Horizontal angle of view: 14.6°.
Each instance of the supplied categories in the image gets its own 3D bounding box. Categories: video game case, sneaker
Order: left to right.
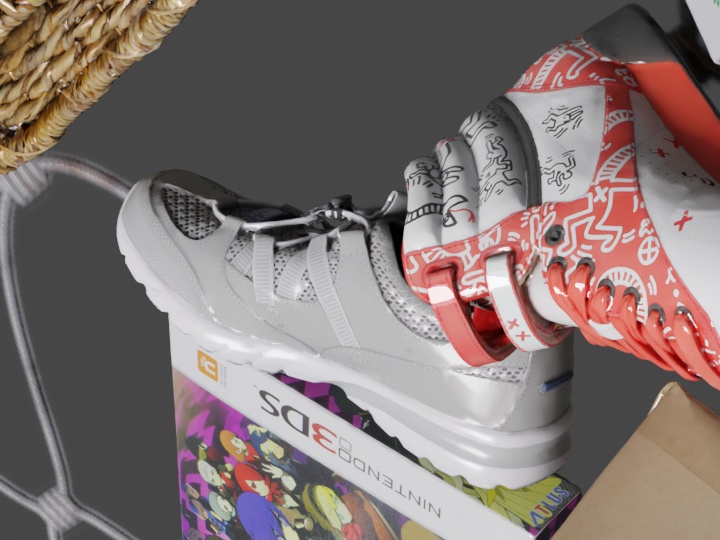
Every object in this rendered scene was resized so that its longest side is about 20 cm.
[{"bbox_3d":[0.000,0.000,1.025,0.200,0.075,0.082,26,119,24],"label":"sneaker"},{"bbox_3d":[0.003,0.120,1.108,0.181,0.036,0.200,31,141,28],"label":"video game case"},{"bbox_3d":[0.080,0.008,0.835,0.067,0.108,0.202,52,-174,-40],"label":"sneaker"}]

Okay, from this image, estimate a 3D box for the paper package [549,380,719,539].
[{"bbox_3d":[0.148,0.152,0.877,0.200,0.104,0.191,37,171,20],"label":"paper package"}]

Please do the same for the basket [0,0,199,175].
[{"bbox_3d":[-0.179,-0.104,1.065,0.149,0.143,0.200,57,142,-1],"label":"basket"}]

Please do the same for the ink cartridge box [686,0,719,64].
[{"bbox_3d":[0.096,-0.167,0.788,0.095,0.037,0.200,-42,67,52],"label":"ink cartridge box"}]
